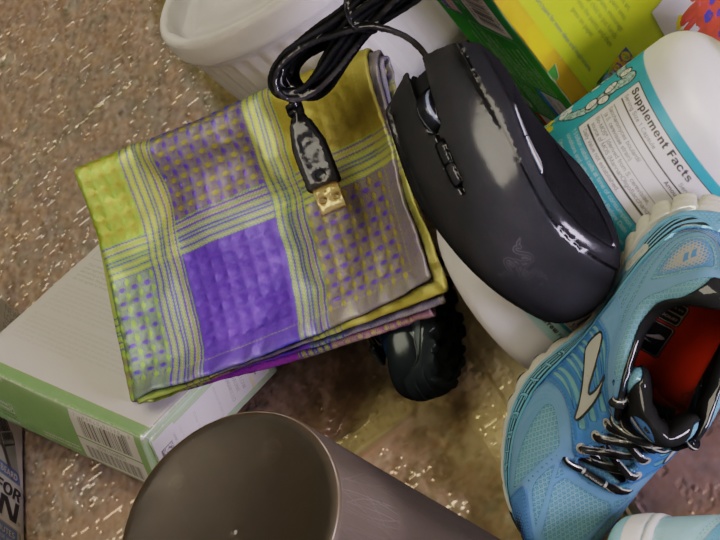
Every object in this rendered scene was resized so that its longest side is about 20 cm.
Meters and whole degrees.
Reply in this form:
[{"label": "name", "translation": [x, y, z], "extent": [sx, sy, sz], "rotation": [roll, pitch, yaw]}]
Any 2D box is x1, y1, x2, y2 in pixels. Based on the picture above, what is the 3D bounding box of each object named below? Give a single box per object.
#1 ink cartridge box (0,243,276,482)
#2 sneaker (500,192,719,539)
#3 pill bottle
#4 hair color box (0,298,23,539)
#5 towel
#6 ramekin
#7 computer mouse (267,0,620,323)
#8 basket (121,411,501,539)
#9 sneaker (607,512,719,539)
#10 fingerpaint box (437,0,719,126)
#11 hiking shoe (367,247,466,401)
[{"label": "ink cartridge box", "translation": [-0.105, 0.023, 1.331], "extent": [0.145, 0.048, 0.200], "rotation": [19, 51, 37]}, {"label": "sneaker", "translation": [0.123, 0.061, 1.090], "extent": [0.090, 0.078, 0.200], "rotation": [-86, 18, -60]}, {"label": "pill bottle", "translation": [0.143, -0.042, 1.147], "extent": [0.200, 0.111, 0.111], "rotation": [-37, 49, 20]}, {"label": "hair color box", "translation": [-0.246, 0.093, 1.331], "extent": [0.065, 0.109, 0.200], "rotation": [-22, 53, 19]}, {"label": "towel", "translation": [-0.054, -0.022, 1.213], "extent": [0.200, 0.023, 0.144], "rotation": [-18, 78, 25]}, {"label": "ramekin", "translation": [-0.007, -0.162, 1.285], "extent": [0.202, 0.094, 0.203], "rotation": [-33, 27, 19]}, {"label": "computer mouse", "translation": [0.027, -0.048, 1.108], "extent": [0.140, 0.046, 0.200], "rotation": [-34, 81, 36]}, {"label": "basket", "translation": [-0.013, 0.158, 1.087], "extent": [0.180, 0.200, 0.136], "rotation": [-22, 52, 19]}, {"label": "sneaker", "translation": [0.174, 0.191, 1.032], "extent": [0.130, 0.080, 0.201], "rotation": [-13, 57, 26]}, {"label": "fingerpaint box", "translation": [0.130, -0.166, 1.199], "extent": [0.073, 0.200, 0.167], "rotation": [33, 82, 41]}, {"label": "hiking shoe", "translation": [0.000, 0.000, 1.257], "extent": [0.086, 0.074, 0.200], "rotation": [-22, 46, 7]}]
